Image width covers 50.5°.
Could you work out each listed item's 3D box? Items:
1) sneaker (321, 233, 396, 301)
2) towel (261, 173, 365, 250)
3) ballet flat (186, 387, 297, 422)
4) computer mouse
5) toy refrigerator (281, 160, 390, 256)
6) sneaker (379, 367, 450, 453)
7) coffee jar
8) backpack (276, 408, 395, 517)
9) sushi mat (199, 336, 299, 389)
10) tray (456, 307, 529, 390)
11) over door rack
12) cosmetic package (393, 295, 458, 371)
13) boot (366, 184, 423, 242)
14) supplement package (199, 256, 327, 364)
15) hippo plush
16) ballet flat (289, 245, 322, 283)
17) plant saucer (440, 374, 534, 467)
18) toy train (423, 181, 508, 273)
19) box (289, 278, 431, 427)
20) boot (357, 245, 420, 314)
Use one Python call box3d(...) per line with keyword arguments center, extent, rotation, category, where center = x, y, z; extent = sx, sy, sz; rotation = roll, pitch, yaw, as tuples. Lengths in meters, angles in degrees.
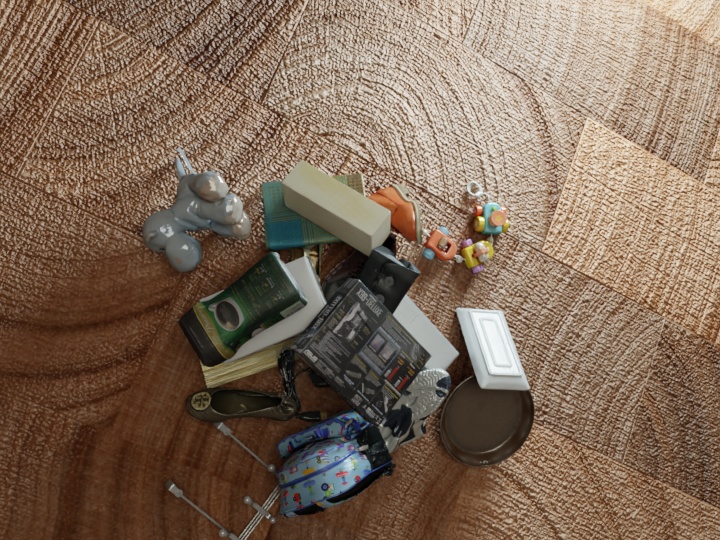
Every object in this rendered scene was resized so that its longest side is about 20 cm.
box3d(center=(0.000, 0.000, 1.441), extent=(0.075, 0.115, 0.201), rotation=(39, 73, -12), category="sneaker")
box3d(center=(-0.085, -0.111, 1.434), extent=(0.197, 0.022, 0.149), rotation=(-6, 62, -2), category="towel")
box3d(center=(-0.211, 0.237, 1.360), extent=(0.197, 0.047, 0.068), rotation=(5, 54, -6), category="ballet flat")
box3d(center=(-0.054, 0.210, 1.432), extent=(0.197, 0.046, 0.143), rotation=(-2, 88, -20), category="computer mouse")
box3d(center=(-0.042, -0.114, 1.380), extent=(0.199, 0.076, 0.070), rotation=(32, 66, 18), category="toy refrigerator")
box3d(center=(0.100, 0.260, 1.427), extent=(0.079, 0.129, 0.200), rotation=(37, 96, 16), category="sneaker")
box3d(center=(-0.191, 0.066, 1.240), extent=(0.199, 0.085, 0.105), rotation=(-34, 80, -2), category="coffee jar")
box3d(center=(-0.063, 0.335, 1.313), extent=(0.199, 0.181, 0.136), rotation=(-13, 79, -61), category="backpack")
box3d(center=(-0.202, 0.144, 1.417), extent=(0.197, 0.012, 0.097), rotation=(-18, 87, -18), category="sushi mat")
box3d(center=(0.259, 0.145, 1.489), extent=(0.106, 0.022, 0.202), rotation=(5, 44, -17), category="tray")
box3d(center=(-0.225, 0.385, 1.350), extent=(0.200, 0.067, 0.148), rotation=(42, 73, -8), category="over door rack")
box3d(center=(0.085, 0.114, 1.461), extent=(0.071, 0.101, 0.200), rotation=(-44, 95, -16), category="cosmetic package")
box3d(center=(0.057, -0.100, 1.447), extent=(0.106, 0.200, 0.076), rotation=(-10, 116, -12), category="boot")
box3d(center=(-0.161, 0.070, 1.344), extent=(0.198, 0.121, 0.121), rotation=(-23, 87, 0), category="supplement package")
box3d(center=(-0.307, -0.093, 1.342), extent=(0.200, 0.159, 0.161), rotation=(47, 72, -6), category="hippo plush")
box3d(center=(-0.102, -0.028, 1.443), extent=(0.070, 0.071, 0.203), rotation=(2, 82, -16), category="ballet flat")
box3d(center=(0.245, 0.286, 1.493), extent=(0.197, 0.032, 0.203), rotation=(-4, 106, -13), category="plant saucer")
box3d(center=(0.223, -0.084, 1.553), extent=(0.150, 0.056, 0.201), rotation=(40, 74, -8), category="toy train")
box3d(center=(0.004, 0.138, 1.287), extent=(0.200, 0.050, 0.158), rotation=(45, 75, -20), category="box")
box3d(center=(0.052, 0.079, 1.368), extent=(0.163, 0.066, 0.202), rotation=(28, 100, -3), category="boot")
